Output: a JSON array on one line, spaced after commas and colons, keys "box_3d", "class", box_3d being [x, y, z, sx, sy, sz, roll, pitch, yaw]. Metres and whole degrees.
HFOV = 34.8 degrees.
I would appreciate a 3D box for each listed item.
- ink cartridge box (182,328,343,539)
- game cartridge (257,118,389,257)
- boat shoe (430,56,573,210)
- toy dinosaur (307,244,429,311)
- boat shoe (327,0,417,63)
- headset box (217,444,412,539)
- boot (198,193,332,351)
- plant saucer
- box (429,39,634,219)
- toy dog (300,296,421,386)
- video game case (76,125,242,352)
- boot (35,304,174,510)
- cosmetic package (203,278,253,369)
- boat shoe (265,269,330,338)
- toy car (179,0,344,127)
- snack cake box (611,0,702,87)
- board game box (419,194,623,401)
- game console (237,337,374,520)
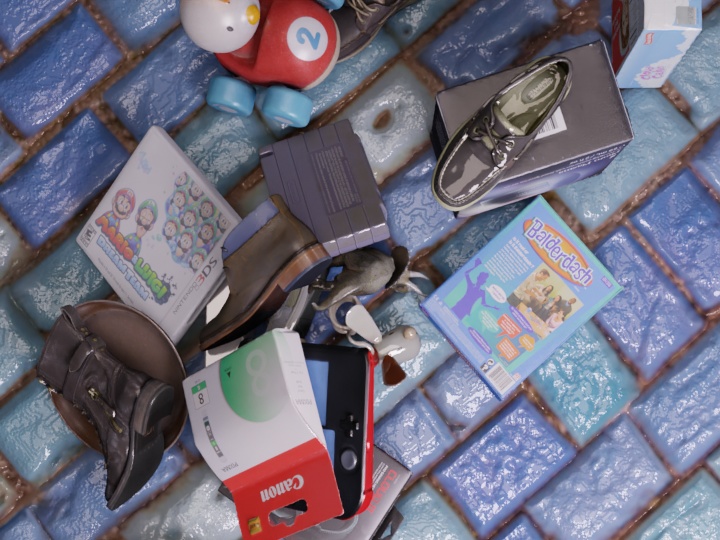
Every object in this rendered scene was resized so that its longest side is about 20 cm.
[{"box_3d": [-0.110, 0.185, 1.234, 0.160, 0.050, 0.203, -29, 66, 36], "class": "ink cartridge box"}, {"box_3d": [-0.045, -0.094, 1.368, 0.127, 0.039, 0.202, -15, 46, -3], "class": "game cartridge"}, {"box_3d": [0.148, -0.150, 1.200, 0.072, 0.066, 0.201, 43, 87, 4], "class": "boat shoe"}, {"box_3d": [0.000, 0.000, 1.325, 0.101, 0.199, 0.078, -2, 93, 24], "class": "toy dinosaur"}, {"box_3d": [0.009, -0.338, 1.431, 0.200, 0.073, 0.075, -42, 82, -4], "class": "boat shoe"}, {"box_3d": [-0.043, 0.252, 1.343, 0.199, 0.077, 0.150, 35, 84, 9], "class": "headset box"}, {"box_3d": [-0.126, 0.005, 1.285, 0.199, 0.074, 0.098, -38, 79, 23], "class": "boot"}, {"box_3d": [-0.283, 0.127, 1.357, 0.197, 0.032, 0.204, 7, 110, 20], "class": "plant saucer"}, {"box_3d": [0.192, -0.155, 1.333, 0.197, 0.198, 0.125, -17, 84, 0], "class": "box"}, {"box_3d": [-0.010, 0.095, 1.315, 0.132, 0.097, 0.200, 42, 53, 5], "class": "toy dog"}, {"box_3d": [-0.236, -0.039, 1.365, 0.200, 0.024, 0.183, 47, 110, 24], "class": "video game case"}, {"box_3d": [-0.307, 0.159, 1.333, 0.173, 0.069, 0.202, 29, 114, 18], "class": "boot"}, {"box_3d": [-0.157, 0.053, 1.376, 0.050, 0.083, 0.204, 0, 81, 5], "class": "cosmetic package"}, {"box_3d": [-0.084, 0.023, 1.384, 0.064, 0.075, 0.205, 18, 79, 11], "class": "boat shoe"}, {"box_3d": [-0.136, -0.293, 1.349, 0.175, 0.199, 0.187, 14, 86, 30], "class": "toy car"}, {"box_3d": [0.343, -0.300, 1.347, 0.066, 0.200, 0.117, 0, 81, 2], "class": "snack cake box"}, {"box_3d": [0.192, 0.033, 1.382, 0.199, 0.045, 0.153, -41, 81, -3], "class": "board game box"}, {"box_3d": [-0.065, 0.168, 1.241, 0.198, 0.031, 0.180, 2, 93, 40], "class": "game console"}]
